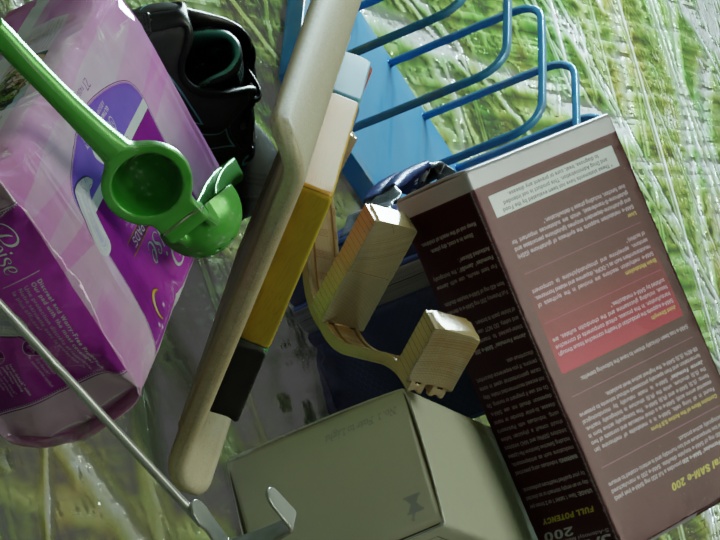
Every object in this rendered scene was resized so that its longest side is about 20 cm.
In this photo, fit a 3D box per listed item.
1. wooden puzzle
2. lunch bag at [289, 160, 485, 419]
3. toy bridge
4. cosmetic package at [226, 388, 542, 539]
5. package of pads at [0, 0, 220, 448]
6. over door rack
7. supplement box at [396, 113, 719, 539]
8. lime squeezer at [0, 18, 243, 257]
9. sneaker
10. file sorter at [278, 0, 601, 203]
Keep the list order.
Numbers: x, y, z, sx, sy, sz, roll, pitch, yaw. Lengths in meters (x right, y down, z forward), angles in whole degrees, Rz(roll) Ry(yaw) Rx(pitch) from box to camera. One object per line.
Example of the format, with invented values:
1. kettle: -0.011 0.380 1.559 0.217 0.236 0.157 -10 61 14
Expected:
1. wooden puzzle: -0.036 -0.020 1.231 0.185 0.037 0.200 -75 -178 -58
2. lunch bag: 0.049 0.007 1.440 0.132 0.136 0.200 68 20 -2
3. toy bridge: 0.000 0.000 1.298 0.027 0.067 0.200 13 27 -30
4. cosmetic package: 0.029 0.125 1.321 0.200 0.103 0.073 31 41 -61
5. package of pads: -0.124 -0.028 1.117 0.121 0.076 0.200 59 22 -22
6. over door rack: -0.126 0.090 0.983 0.200 0.067 0.148 39 29 -16
7. supplement box: 0.109 0.035 1.321 0.109 0.061 0.200 -22 89 -39
8. lime squeezer: -0.081 -0.044 1.081 0.200 0.038 0.071 29 45 -61
9. sneaker: -0.077 -0.074 1.284 0.200 0.079 0.075 31 40 -62
10. file sorter: 0.056 -0.103 1.591 0.200 0.123 0.139 55 24 -33
